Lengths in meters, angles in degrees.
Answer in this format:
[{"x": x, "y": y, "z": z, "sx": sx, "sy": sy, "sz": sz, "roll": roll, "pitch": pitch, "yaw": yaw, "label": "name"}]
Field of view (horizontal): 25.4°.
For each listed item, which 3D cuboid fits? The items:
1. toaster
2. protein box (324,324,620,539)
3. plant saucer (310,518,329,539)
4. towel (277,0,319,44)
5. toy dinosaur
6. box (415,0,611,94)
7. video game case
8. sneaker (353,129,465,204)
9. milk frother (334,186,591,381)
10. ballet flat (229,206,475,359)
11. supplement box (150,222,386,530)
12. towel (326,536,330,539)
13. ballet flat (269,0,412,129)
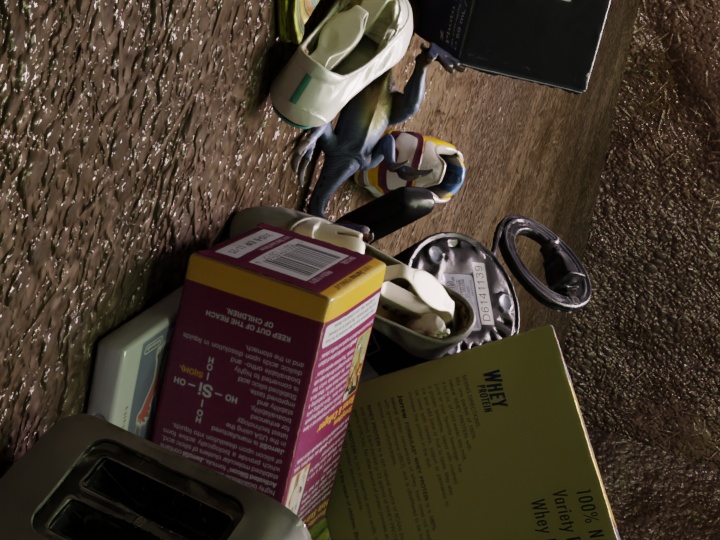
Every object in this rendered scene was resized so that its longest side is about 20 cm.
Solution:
[{"x": -0.139, "y": 0.194, "z": 0.874, "sx": 0.181, "sy": 0.199, "sz": 0.119, "roll": -52, "pitch": 155, "yaw": -37, "label": "toaster"}, {"x": 0.083, "y": 0.176, "z": 1.200, "sx": 0.135, "sy": 0.199, "sz": 0.200, "roll": 56, "pitch": 17, "yaw": -68, "label": "protein box"}, {"x": -0.018, "y": 0.212, "z": 1.530, "sx": 0.200, "sy": 0.048, "sz": 0.200, "roll": -44, "pitch": 170, "yaw": 9, "label": "plant saucer"}, {"x": -0.014, "y": -0.256, "z": 1.151, "sx": 0.086, "sy": 0.018, "sz": 0.201, "roll": 93, "pitch": 19, "yaw": -50, "label": "towel"}, {"x": 0.011, "y": -0.110, "z": 1.308, "sx": 0.182, "sy": 0.105, "sz": 0.200, "roll": -59, "pitch": -175, "yaw": 27, "label": "toy dinosaur"}, {"x": 0.134, "y": -0.275, "z": 1.364, "sx": 0.198, "sy": 0.122, "sz": 0.201, "roll": -123, "pitch": -135, "yaw": -70, "label": "box"}, {"x": -0.138, "y": 0.103, "z": 1.084, "sx": 0.200, "sy": 0.023, "sz": 0.184, "roll": -41, "pitch": 146, "yaw": -67, "label": "video game case"}, {"x": 0.058, "y": -0.091, "z": 1.499, "sx": 0.200, "sy": 0.089, "sz": 0.076, "roll": -12, "pitch": 118, "yaw": -75, "label": "sneaker"}, {"x": 0.068, "y": 0.039, "z": 1.359, "sx": 0.188, "sy": 0.199, "sz": 0.182, "roll": -29, "pitch": -133, "yaw": 51, "label": "milk frother"}, {"x": 0.000, "y": 0.000, "z": 1.165, "sx": 0.064, "sy": 0.199, "sz": 0.068, "roll": -31, "pitch": -143, "yaw": 51, "label": "ballet flat"}, {"x": -0.067, "y": 0.084, "z": 1.081, "sx": 0.131, "sy": 0.102, "sz": 0.201, "roll": -31, "pitch": 136, "yaw": -71, "label": "supplement box"}, {"x": -0.042, "y": 0.281, "z": 1.451, "sx": 0.200, "sy": 0.024, "sz": 0.147, "roll": -42, "pitch": -179, "yaw": 8, "label": "towel"}, {"x": -0.002, "y": -0.176, "z": 1.180, "sx": 0.200, "sy": 0.069, "sz": 0.070, "roll": -54, "pitch": 158, "yaw": -47, "label": "ballet flat"}]
